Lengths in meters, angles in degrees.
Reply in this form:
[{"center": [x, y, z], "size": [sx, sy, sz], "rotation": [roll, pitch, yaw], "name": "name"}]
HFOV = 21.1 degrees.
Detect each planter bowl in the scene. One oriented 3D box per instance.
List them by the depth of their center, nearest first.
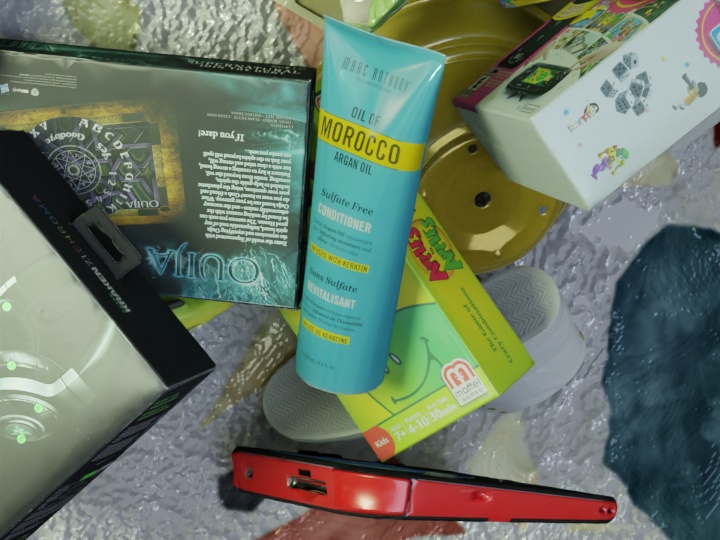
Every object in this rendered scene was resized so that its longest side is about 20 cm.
[{"center": [0.061, -0.059, 1.153], "size": [0.200, 0.084, 0.201], "rotation": [-8, 123, -13], "name": "planter bowl"}]

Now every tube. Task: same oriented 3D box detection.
[{"center": [0.001, -0.032, 1.038], "size": [0.050, 0.077, 0.201], "rotation": [-31, 134, -53], "name": "tube"}]

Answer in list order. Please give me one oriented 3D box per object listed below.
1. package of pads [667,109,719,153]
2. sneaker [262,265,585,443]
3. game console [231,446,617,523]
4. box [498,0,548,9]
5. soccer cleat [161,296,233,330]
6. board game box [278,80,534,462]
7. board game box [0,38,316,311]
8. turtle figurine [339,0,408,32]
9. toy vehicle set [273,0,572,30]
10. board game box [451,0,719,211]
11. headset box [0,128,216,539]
[{"center": [0.235, -0.181, 1.194], "size": [0.200, 0.068, 0.155], "rotation": [-37, 145, -7], "name": "package of pads"}, {"center": [0.047, 0.072, 1.223], "size": [0.199, 0.074, 0.116], "rotation": [-21, 153, 12], "name": "sneaker"}, {"center": [0.031, 0.128, 1.169], "size": [0.176, 0.200, 0.031], "rotation": [4, 88, -27], "name": "game console"}, {"center": [0.159, -0.254, 1.055], "size": [0.193, 0.200, 0.122], "rotation": [-40, 107, -16], "name": "box"}, {"center": [-0.158, 0.046, 1.139], "size": [0.200, 0.065, 0.084], "rotation": [-29, 146, -17], "name": "soccer cleat"}, {"center": [0.000, 0.000, 1.110], "size": [0.200, 0.102, 0.048], "rotation": [56, 40, -1], "name": "board game box"}, {"center": [-0.127, -0.053, 1.069], "size": [0.199, 0.028, 0.136], "rotation": [6, 112, 5], "name": "board game box"}, {"center": [-0.064, -0.195, 1.024], "size": [0.194, 0.200, 0.144], "rotation": [49, 128, -3], "name": "turtle figurine"}, {"center": [0.056, -0.171, 1.165], "size": [0.200, 0.027, 0.125], "rotation": [27, 96, -30], "name": "toy vehicle set"}, {"center": [0.159, -0.124, 1.033], "size": [0.200, 0.148, 0.064], "rotation": [-38, 106, -5], "name": "board game box"}, {"center": [-0.201, 0.045, 1.019], "size": [0.200, 0.093, 0.174], "rotation": [-42, 85, 12], "name": "headset box"}]
